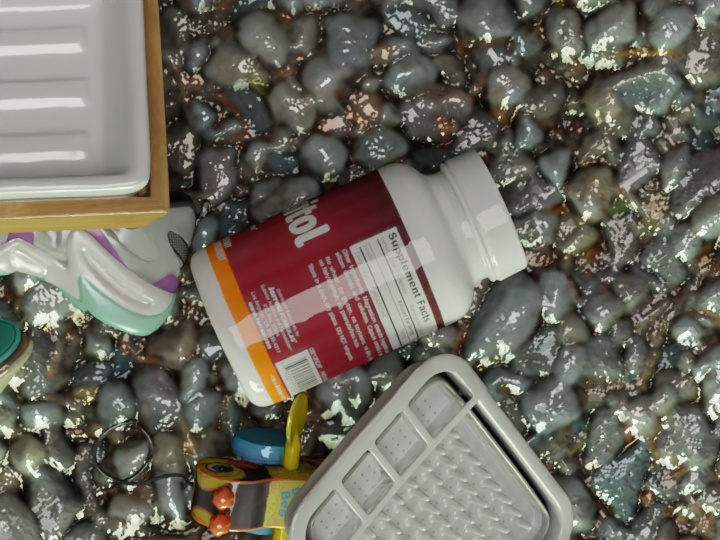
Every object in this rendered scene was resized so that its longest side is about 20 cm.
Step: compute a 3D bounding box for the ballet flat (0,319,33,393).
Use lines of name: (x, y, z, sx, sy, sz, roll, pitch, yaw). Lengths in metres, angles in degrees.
ballet flat: (-0.300, 0.094, 1.429, 0.200, 0.067, 0.062, -23, 131, 3)

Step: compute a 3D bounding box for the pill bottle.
pill bottle: (0.000, 0.000, 1.403, 0.200, 0.113, 0.113, -24, 102, -1)

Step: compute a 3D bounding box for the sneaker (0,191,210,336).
sneaker: (-0.194, -0.057, 1.398, 0.200, 0.078, 0.140, 24, 96, -19)

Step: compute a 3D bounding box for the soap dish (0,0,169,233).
soap dish: (-0.201, -0.113, 1.339, 0.157, 0.081, 0.200, -3, 63, -5)

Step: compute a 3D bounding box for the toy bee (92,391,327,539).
toy bee: (-0.070, 0.155, 1.430, 0.200, 0.109, 0.131, -14, 104, -2)

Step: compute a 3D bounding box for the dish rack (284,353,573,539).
dish rack: (0.041, 0.165, 1.432, 0.172, 0.044, 0.200, -49, 124, -16)
